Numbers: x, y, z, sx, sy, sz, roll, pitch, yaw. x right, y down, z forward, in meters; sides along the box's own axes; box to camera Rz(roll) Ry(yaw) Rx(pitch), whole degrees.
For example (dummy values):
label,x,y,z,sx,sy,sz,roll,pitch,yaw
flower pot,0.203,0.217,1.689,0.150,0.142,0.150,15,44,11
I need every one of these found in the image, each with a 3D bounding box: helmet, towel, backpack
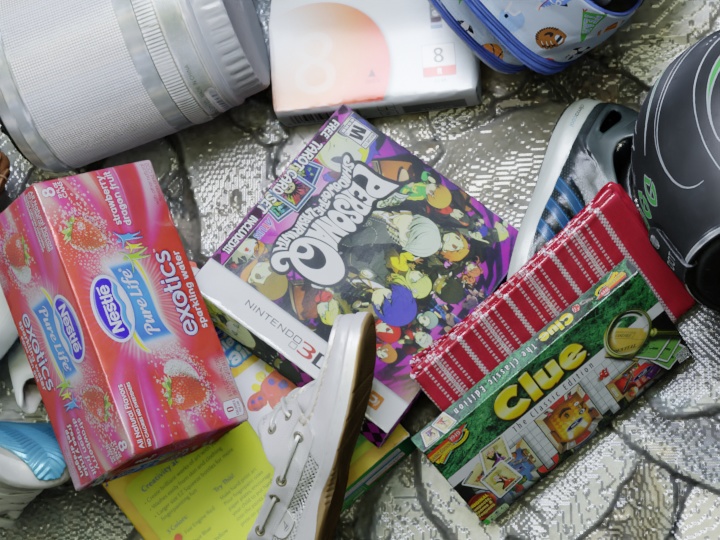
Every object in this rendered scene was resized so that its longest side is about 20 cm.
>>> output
label,x,y,z,sx,sy,sz,roll,pitch,yaw
helmet,0.288,-0.082,1.288,0.198,0.200,0.192,-9,57,9
towel,0.141,0.043,1.328,0.200,0.145,0.023,-42,39,1
backpack,0.123,-0.235,1.330,0.200,0.191,0.154,41,118,-8

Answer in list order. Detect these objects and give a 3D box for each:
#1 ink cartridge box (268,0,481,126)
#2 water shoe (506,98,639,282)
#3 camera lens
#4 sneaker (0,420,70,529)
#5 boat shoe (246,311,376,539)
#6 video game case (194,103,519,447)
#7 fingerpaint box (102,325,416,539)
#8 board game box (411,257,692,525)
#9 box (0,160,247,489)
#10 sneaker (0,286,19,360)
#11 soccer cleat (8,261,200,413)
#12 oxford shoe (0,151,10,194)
label,x,y,z,sx,sy,sz,roll,pitch,yaw
ink cartridge box,0.009,-0.220,1.438,0.161,0.050,0.202,-6,82,9
water shoe,0.163,-0.029,1.353,0.078,0.071,0.202,12,82,26
camera lens,-0.186,-0.174,1.407,0.199,0.160,0.161,-18,77,8
sneaker,-0.265,0.153,1.368,0.076,0.199,0.082,4,85,-31
boat shoe,-0.039,0.115,1.268,0.069,0.071,0.201,19,110,11
video game case,0.000,0.000,1.355,0.181,0.036,0.200,36,63,7
fingerpaint box,-0.085,0.128,1.377,0.200,0.073,0.167,-41,76,-1
board game box,0.140,0.089,1.328,0.200,0.105,0.023,-40,38,0
box,-0.172,0.038,1.287,0.099,0.095,0.201,-15,79,-38
sneaker,-0.294,0.025,1.395,0.084,0.073,0.200,34,114,-13
soccer cleat,-0.179,0.054,1.403,0.199,0.069,0.078,-18,59,21
oxford shoe,-0.301,-0.064,1.409,0.071,0.200,0.072,-25,121,1
